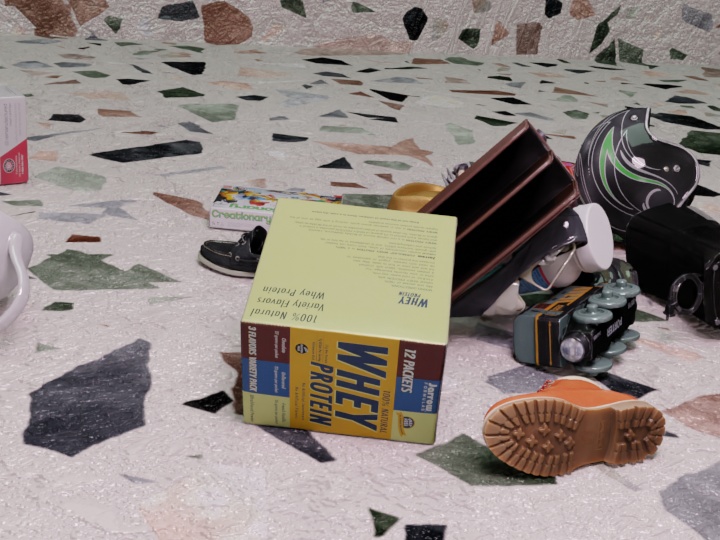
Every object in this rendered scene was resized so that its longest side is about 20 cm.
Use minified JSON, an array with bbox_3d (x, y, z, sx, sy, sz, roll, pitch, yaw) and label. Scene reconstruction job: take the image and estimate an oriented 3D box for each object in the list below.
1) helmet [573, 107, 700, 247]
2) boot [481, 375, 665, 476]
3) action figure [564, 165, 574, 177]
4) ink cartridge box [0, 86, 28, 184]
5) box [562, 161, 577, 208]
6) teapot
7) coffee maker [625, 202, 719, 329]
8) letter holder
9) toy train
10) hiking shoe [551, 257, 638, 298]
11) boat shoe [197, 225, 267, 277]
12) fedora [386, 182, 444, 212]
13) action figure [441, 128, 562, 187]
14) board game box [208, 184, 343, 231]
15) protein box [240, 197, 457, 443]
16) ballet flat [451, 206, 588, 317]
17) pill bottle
[{"bbox_3d":[0.429,-0.149,1.663,0.190,0.202,0.199,38,31,16],"label":"helmet"},{"bbox_3d":[0.190,0.146,1.040,0.197,0.076,0.107,4,15,-27],"label":"boot"},{"bbox_3d":[0.226,-0.048,1.446,0.064,0.201,0.100,13,53,-10],"label":"action figure"},{"bbox_3d":[-0.638,-0.209,1.676,0.198,0.148,0.083,-10,26,-34],"label":"ink cartridge box"},{"bbox_3d":[0.285,-0.115,1.708,0.101,0.096,0.199,16,23,24],"label":"box"},{"bbox_3d":[-0.473,-0.007,1.187,0.195,0.148,0.199,25,-17,-19],"label":"teapot"},{"bbox_3d":[0.437,-0.013,1.396,0.189,0.137,0.200,8,12,-23],"label":"coffee maker"},{"bbox_3d":[0.147,-0.067,1.227,0.101,0.199,0.142,49,15,-4],"label":"letter holder"},{"bbox_3d":[0.263,0.062,1.262,0.112,0.087,0.199,6,18,31],"label":"toy train"},{"bbox_3d":[0.287,-0.009,1.455,0.099,0.077,0.199,-5,23,-33],"label":"hiking shoe"},{"bbox_3d":[-0.131,-0.025,1.415,0.197,0.067,0.074,16,24,28],"label":"boat shoe"},{"bbox_3d":[0.099,-0.083,1.597,0.197,0.083,0.201,4,20,-1],"label":"fedora"},{"bbox_3d":[0.204,-0.124,1.550,0.198,0.070,0.131,-29,71,-18],"label":"action figure"},{"bbox_3d":[-0.128,-0.092,1.639,0.196,0.035,0.127,5,21,0],"label":"board game box"},{"bbox_3d":[-0.007,0.047,1.075,0.195,0.137,0.201,6,39,3],"label":"protein box"},{"bbox_3d":[0.188,0.007,1.247,0.199,0.073,0.073,-40,23,5],"label":"ballet flat"},{"bbox_3d":[0.215,-0.027,1.347,0.197,0.111,0.108,-10,9,34],"label":"pill bottle"}]
